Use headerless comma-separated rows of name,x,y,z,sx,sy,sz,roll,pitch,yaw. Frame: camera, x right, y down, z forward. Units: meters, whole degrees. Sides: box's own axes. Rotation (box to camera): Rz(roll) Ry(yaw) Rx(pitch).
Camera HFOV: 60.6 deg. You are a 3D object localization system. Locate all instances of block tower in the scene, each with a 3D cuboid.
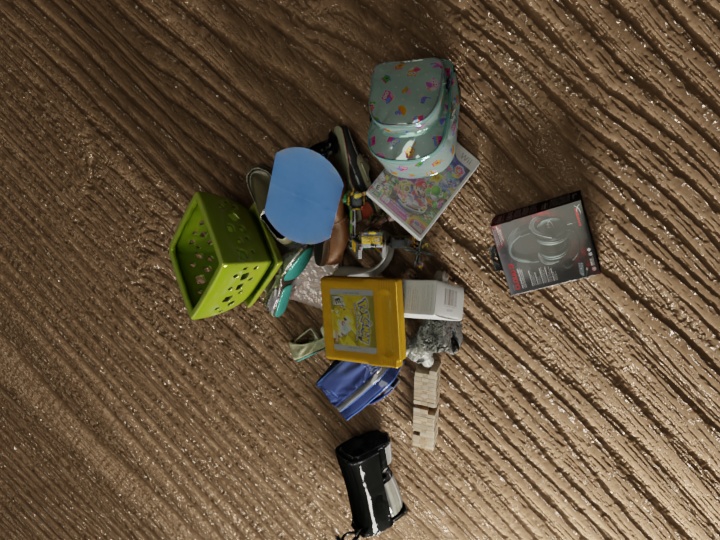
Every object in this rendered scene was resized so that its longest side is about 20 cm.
block tower,0.153,0.309,1.428,0.056,0.054,0.206,8,111,17

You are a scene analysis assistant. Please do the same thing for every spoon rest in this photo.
spoon rest,0.000,0.000,1.354,0.199,0.098,0.061,-42,61,22

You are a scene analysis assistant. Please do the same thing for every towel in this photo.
towel,-0.136,-0.014,1.432,0.195,0.032,0.196,16,114,16

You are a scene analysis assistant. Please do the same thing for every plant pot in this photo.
plant pot,-0.293,-0.031,1.367,0.201,0.178,0.202,-48,57,37

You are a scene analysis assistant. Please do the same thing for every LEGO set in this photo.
LEGO set,0.057,-0.093,1.235,0.194,0.116,0.159,7,101,-13

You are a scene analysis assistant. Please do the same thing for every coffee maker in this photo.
coffee maker,0.012,0.520,1.484,0.132,0.191,0.206,-4,107,39

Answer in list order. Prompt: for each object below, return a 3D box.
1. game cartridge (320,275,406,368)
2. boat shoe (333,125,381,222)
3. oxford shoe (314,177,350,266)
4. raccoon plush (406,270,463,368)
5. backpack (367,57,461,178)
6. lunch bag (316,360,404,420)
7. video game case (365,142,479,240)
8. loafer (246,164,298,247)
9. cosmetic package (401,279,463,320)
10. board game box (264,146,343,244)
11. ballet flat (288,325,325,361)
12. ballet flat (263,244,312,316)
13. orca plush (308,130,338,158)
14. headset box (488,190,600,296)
game cartridge,0.003,0.103,1.276,0.196,0.032,0.182,1,99,38
boat shoe,-0.008,-0.206,1.296,0.061,0.071,0.206,-18,100,-16
oxford shoe,-0.051,-0.107,1.321,0.069,0.072,0.205,-1,119,-24
raccoon plush,0.149,0.111,1.361,0.131,0.096,0.207,-9,76,38
backpack,0.096,-0.281,1.138,0.170,0.153,0.207,2,83,19
lunch bag,0.012,0.235,1.407,0.133,0.136,0.200,47,118,0
video game case,0.124,-0.182,1.210,0.142,0.018,0.201,39,80,2
loafer,-0.194,-0.147,1.365,0.074,0.070,0.203,-32,84,11
cosmetic package,0.107,0.061,1.281,0.197,0.100,0.077,-3,78,46
board game box,-0.112,-0.157,1.275,0.154,0.039,0.204,22,119,9
ballet flat,-0.094,0.162,1.464,0.196,0.067,0.064,-24,91,26
ballet flat,-0.176,0.011,1.404,0.071,0.072,0.203,31,116,7
orca plush,-0.114,-0.202,1.306,0.198,0.070,0.107,-31,83,45
headset box,0.351,-0.049,1.205,0.195,0.077,0.153,-15,104,23
